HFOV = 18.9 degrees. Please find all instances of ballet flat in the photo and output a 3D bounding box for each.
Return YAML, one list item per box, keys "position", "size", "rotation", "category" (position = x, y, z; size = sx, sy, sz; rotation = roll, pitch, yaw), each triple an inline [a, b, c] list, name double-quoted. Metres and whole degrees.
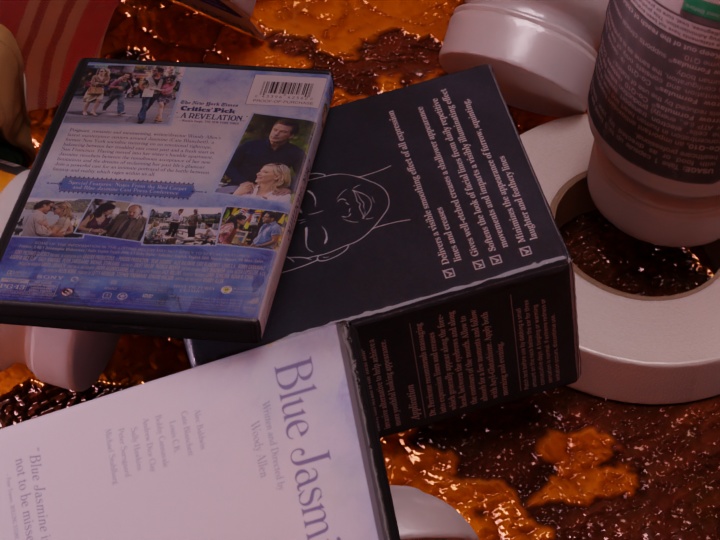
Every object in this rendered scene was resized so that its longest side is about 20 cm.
- position: [-0.203, -0.094, 1.181]
  size: [0.068, 0.200, 0.063]
  rotation: [21, 82, -8]
  category: "ballet flat"

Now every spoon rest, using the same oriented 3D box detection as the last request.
- position: [-0.041, 0.140, 1.064]
  size: [0.199, 0.099, 0.061]
  rotation: [-3, 75, 8]
  category: "spoon rest"

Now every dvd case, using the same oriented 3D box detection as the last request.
- position: [-0.082, 0.119, 1.021]
  size: [0.199, 0.018, 0.144]
  rotation: [-18, 67, 13]
  category: "dvd case"
- position: [-0.099, -0.041, 1.093]
  size: [0.142, 0.018, 0.201]
  rotation: [4, 42, 10]
  category: "dvd case"

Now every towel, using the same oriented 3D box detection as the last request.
- position: [-0.233, -0.122, 1.217]
  size: [0.199, 0.146, 0.030]
  rotation: [-13, 68, -24]
  category: "towel"

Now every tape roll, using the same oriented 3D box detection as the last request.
- position: [0.158, -0.011, 1.248]
  size: [0.201, 0.037, 0.204]
  rotation: [4, 48, -4]
  category: "tape roll"

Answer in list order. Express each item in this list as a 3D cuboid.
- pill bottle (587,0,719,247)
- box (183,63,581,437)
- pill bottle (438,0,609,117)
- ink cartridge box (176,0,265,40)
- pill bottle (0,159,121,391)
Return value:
- position: [0.185, -0.114, 1.183]
  size: [0.112, 0.201, 0.114]
  rotation: [4, 47, -4]
  category: "pill bottle"
- position: [0.000, 0.000, 1.147]
  size: [0.199, 0.107, 0.149]
  rotation: [-15, 51, -3]
  category: "box"
- position: [0.124, -0.204, 1.315]
  size: [0.113, 0.114, 0.201]
  rotation: [19, 82, 11]
  category: "pill bottle"
- position: [-0.159, -0.214, 1.300]
  size: [0.197, 0.200, 0.044]
  rotation: [25, 88, 15]
  category: "ink cartridge box"
- position: [-0.225, -0.010, 1.149]
  size: [0.199, 0.117, 0.117]
  rotation: [17, 48, 9]
  category: "pill bottle"
